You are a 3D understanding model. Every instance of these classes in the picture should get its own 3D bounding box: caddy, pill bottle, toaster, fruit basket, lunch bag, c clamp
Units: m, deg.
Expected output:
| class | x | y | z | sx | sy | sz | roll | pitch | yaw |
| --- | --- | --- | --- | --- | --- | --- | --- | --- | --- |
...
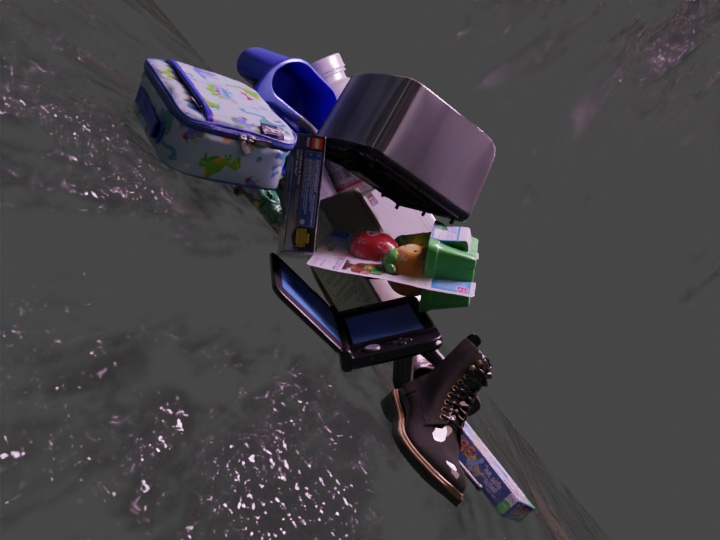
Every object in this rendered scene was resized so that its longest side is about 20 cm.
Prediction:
| class | x | y | z | sx | sy | sz | roll | pitch | yaw |
| --- | --- | --- | --- | --- | --- | --- | --- | --- | --- |
| caddy | -0.105 | -0.212 | 1.342 | 0.105 | 0.142 | 0.200 | 27 | -3 | 30 |
| pill bottle | -0.028 | -0.215 | 1.476 | 0.109 | 0.108 | 0.201 | -103 | 169 | -82 |
| toaster | 0.048 | -0.162 | 1.274 | 0.199 | 0.119 | 0.181 | 31 | -6 | -30 |
| fruit basket | 0.047 | -0.020 | 1.213 | 0.199 | 0.094 | 0.185 | 16 | 17 | 4 |
| lunch bag | -0.176 | -0.173 | 1.150 | 0.160 | 0.083 | 0.200 | 10 | 26 | -31 |
| c clamp | 0.100 | 0.165 | 1.244 | 0.171 | 0.027 | 0.201 | 40 | -29 | 35 |

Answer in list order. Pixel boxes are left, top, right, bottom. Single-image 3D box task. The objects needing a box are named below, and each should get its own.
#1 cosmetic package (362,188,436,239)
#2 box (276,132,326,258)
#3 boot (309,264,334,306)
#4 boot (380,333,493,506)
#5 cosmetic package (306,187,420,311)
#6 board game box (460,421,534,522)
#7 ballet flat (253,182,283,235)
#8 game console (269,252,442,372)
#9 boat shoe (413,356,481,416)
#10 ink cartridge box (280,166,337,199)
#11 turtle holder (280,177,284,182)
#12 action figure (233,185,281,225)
| class | x | y | z | sx | sy | sz | roll | pitch | yaw |
| --- | --- | --- | --- | --- | --- | --- | --- | --- | --- |
| cosmetic package | 0.051 | -0.056 | 1.528 | 0.113 | 0.081 | 0.200 | 55 | -15 | 8 |
| box | -0.076 | -0.087 | 1.230 | 0.040 | 0.138 | 0.200 | 7 | -1 | -7 |
| boot | -0.014 | 0.036 | 1.502 | 0.200 | 0.070 | 0.146 | 49 | -3 | -14 |
| boot | 0.104 | 0.152 | 1.078 | 0.077 | 0.138 | 0.200 | 47 | 5 | -29 |
| cosmetic package | 0.000 | 0.000 | 1.357 | 0.201 | 0.073 | 0.104 | 59 | -35 | 12 |
| board game box | 0.168 | 0.273 | 1.434 | 0.200 | 0.034 | 0.135 | 51 | 4 | 24 |
| ballet flat | -0.151 | -0.120 | 1.524 | 0.200 | 0.070 | 0.065 | 54 | -21 | 21 |
| game console | -0.010 | 0.033 | 1.170 | 0.200 | 0.175 | 0.117 | -114 | -168 | -75 |
| boat shoe | 0.129 | 0.192 | 1.605 | 0.200 | 0.074 | 0.074 | 37 | 20 | -33 |
| ink cartridge box | -0.057 | -0.063 | 1.538 | 0.201 | 0.040 | 0.199 | 63 | -16 | -4 |
| turtle holder | -0.128 | -0.207 | 1.725 | 0.185 | 0.132 | 0.141 | 40 | -18 | 25 |
| action figure | -0.169 | -0.135 | 1.384 | 0.200 | 0.055 | 0.118 | 47 | 0 | 26 |
